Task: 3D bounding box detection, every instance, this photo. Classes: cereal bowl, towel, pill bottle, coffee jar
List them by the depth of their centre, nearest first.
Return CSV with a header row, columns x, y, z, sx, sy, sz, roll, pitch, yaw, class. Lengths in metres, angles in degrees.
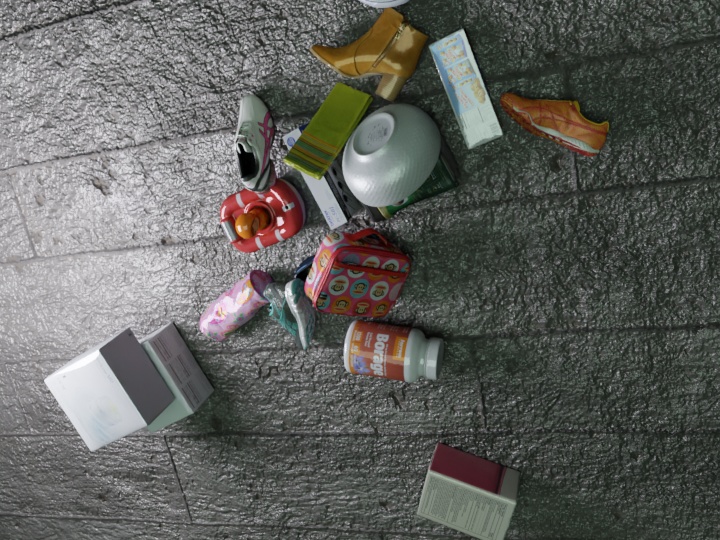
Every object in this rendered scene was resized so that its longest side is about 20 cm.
x,y,z,sx,sy,sz,roll,pitch,yaw,class
0.044,-0.223,1.258,0.197,0.203,0.083,-24,139,25,cereal bowl
-0.060,-0.266,1.298,0.085,0.202,0.018,26,162,16,towel
0.085,-0.173,1.328,0.197,0.086,0.105,-23,118,24,coffee jar
0.071,0.172,1.456,0.195,0.112,0.115,6,113,16,pill bottle

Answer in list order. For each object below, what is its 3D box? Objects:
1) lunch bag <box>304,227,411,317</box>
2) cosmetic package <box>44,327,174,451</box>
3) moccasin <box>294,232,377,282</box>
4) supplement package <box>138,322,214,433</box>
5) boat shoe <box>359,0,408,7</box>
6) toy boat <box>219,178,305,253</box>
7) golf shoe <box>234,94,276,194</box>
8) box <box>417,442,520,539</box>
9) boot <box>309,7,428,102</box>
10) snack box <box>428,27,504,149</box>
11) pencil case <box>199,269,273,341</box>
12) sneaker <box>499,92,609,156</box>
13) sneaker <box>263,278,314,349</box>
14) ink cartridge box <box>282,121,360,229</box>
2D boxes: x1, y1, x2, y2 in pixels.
x,y,z,sx,sy,sz,roll,pitch,yaw,class
0.000,0.000,1.378,0.082,0.197,0.179,50,124,47,lunch bag
-0.571,0.273,1.584,0.198,0.123,0.202,-27,100,24,cosmetic package
-0.050,-0.012,1.449,0.198,0.068,0.081,-28,100,25,moccasin
-0.482,0.259,1.677,0.154,0.111,0.202,-26,100,25,supplement package
0.001,-0.517,1.226,0.196,0.062,0.074,14,91,14,boat shoe
-0.213,-0.105,1.432,0.197,0.131,0.133,-20,104,24,toy boat
-0.211,-0.257,1.366,0.071,0.092,0.205,-11,79,16,golf shoe
0.238,0.489,1.526,0.196,0.109,0.130,17,115,11,box
0.016,-0.419,1.276,0.199,0.071,0.146,30,108,8,boot
0.194,-0.330,1.266,0.071,0.024,0.203,-18,104,25,snack box
-0.276,0.081,1.557,0.199,0.088,0.088,-38,96,28,pencil case
0.341,-0.272,1.226,0.197,0.073,0.078,25,95,3,sneaker
-0.154,0.091,1.500,0.089,0.078,0.203,4,134,16,sneaker
-0.074,-0.191,1.372,0.044,0.094,0.203,-23,102,25,ink cartridge box
